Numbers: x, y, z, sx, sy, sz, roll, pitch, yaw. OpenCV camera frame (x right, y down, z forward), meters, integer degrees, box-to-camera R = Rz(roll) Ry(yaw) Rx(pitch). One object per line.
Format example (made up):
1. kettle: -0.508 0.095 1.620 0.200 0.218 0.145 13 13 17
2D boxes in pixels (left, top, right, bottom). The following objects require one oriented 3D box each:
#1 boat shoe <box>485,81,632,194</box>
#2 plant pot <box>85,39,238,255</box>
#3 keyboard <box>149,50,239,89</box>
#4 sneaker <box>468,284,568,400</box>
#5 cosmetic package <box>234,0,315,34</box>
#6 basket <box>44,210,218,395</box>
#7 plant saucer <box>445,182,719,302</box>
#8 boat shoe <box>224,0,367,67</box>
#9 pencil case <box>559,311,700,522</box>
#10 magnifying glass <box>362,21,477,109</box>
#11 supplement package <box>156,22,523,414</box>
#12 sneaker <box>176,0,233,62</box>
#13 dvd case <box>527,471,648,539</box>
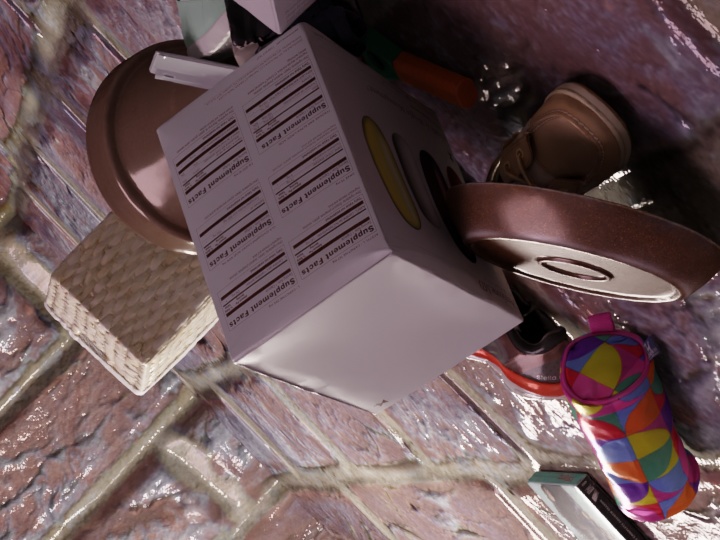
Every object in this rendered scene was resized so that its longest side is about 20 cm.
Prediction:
1. boat shoe: 0.131 -0.069 1.218 0.074 0.069 0.200 43 165 5
2. plant pot: -0.123 -0.131 1.562 0.200 0.201 0.174 48 147 -12
3. keyboard: -0.075 -0.153 1.445 0.198 0.011 0.056 10 163 -11
4. sneaker: 0.123 0.039 1.573 0.199 0.077 0.083 30 133 41
5. cosmetic package: -0.097 -0.269 1.240 0.200 0.102 0.074 41 166 20
6. basket: -0.302 0.026 2.379 0.198 0.200 0.161 43 163 5
7. plant saucer: 0.151 -0.014 1.199 0.198 0.035 0.200 14 171 2
8. boat shoe: -0.031 -0.156 1.339 0.200 0.092 0.075 52 -155 -67
9. pencil case: 0.229 0.129 1.470 0.088 0.088 0.201 31 158 41
10. magnifying glass: 0.019 -0.164 1.358 0.199 0.022 0.080 28 157 46
11. supplement package: -0.014 -0.033 1.269 0.191 0.146 0.202 25 -142 -54
12. sneaker: -0.104 -0.246 1.373 0.200 0.073 0.119 -23 88 57
13. dvd case: 0.277 0.296 1.895 0.200 0.022 0.146 46 165 -8
